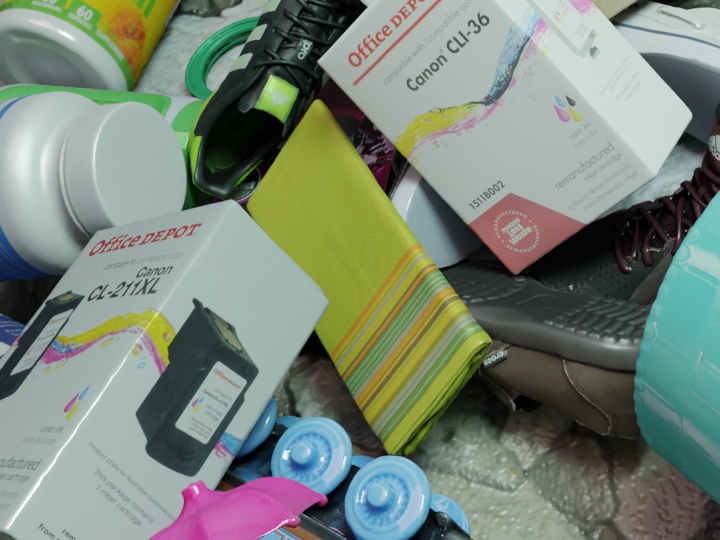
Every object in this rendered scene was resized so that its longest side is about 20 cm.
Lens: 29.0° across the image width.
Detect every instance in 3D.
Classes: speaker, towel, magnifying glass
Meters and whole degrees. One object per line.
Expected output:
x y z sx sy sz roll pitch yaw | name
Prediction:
-0.179 -0.081 0.953 0.198 0.089 0.089 8 58 29 | speaker
0.000 0.000 0.766 0.086 0.018 0.201 -52 50 25 | towel
-0.034 -0.169 0.999 0.198 0.022 0.080 -22 48 10 | magnifying glass

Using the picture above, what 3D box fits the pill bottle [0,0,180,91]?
-0.189 -0.220 1.045 0.110 0.111 0.201 6 58 28 | pill bottle

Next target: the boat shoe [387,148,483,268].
0.055 -0.072 0.838 0.066 0.070 0.200 0 41 38 | boat shoe

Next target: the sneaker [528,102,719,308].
0.176 -0.041 0.740 0.198 0.116 0.076 -17 49 11 | sneaker

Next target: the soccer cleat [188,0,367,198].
-0.038 -0.127 0.823 0.201 0.067 0.081 -54 19 23 | soccer cleat

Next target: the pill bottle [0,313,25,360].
-0.248 0.074 0.847 0.199 0.111 0.111 21 65 34 | pill bottle

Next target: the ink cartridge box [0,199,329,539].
-0.128 0.069 0.711 0.145 0.083 0.201 -9 42 50 | ink cartridge box

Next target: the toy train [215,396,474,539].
-0.032 0.137 0.724 0.199 0.087 0.115 24 76 35 | toy train

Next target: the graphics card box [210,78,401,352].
-0.030 -0.044 0.880 0.124 0.051 0.201 0 56 23 | graphics card box

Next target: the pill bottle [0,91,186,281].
-0.209 -0.050 0.863 0.199 0.112 0.113 -4 53 33 | pill bottle

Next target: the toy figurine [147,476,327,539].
-0.037 0.185 0.598 0.150 0.199 0.186 -24 52 49 | toy figurine

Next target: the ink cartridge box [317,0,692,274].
0.060 -0.110 0.728 0.116 0.200 0.068 -39 7 46 | ink cartridge box

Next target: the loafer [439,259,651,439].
0.078 0.044 0.747 0.073 0.072 0.199 -15 20 -34 | loafer

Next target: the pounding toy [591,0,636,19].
0.103 -0.223 0.845 0.199 0.143 0.184 -34 19 -7 | pounding toy

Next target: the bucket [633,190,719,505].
0.227 0.042 0.603 0.207 0.208 0.135 -44 47 -12 | bucket

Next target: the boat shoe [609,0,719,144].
0.195 -0.126 0.820 0.065 0.074 0.200 -42 44 -14 | boat shoe
